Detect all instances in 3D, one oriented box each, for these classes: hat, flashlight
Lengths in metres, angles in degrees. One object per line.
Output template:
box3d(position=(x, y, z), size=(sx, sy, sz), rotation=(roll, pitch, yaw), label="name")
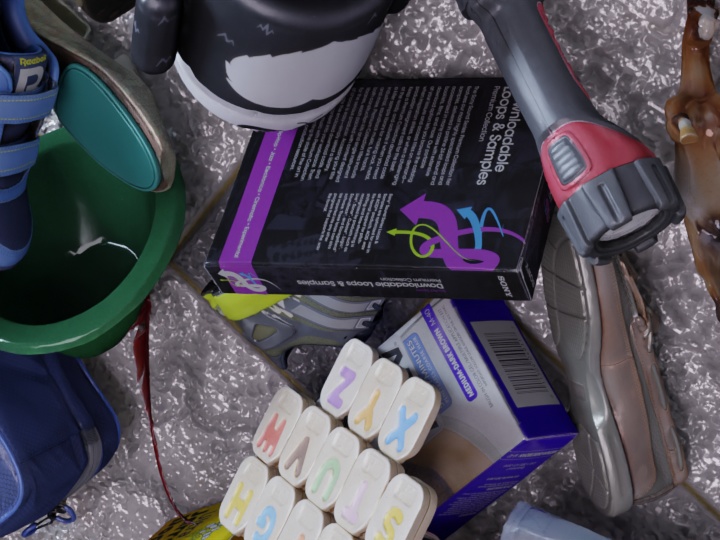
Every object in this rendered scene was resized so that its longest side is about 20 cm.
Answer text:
box3d(position=(-0.169, 0.028, 1.304), size=(0.165, 0.201, 0.176), rotation=(13, 155, 28), label="hat")
box3d(position=(0.111, -0.103, 1.081), size=(0.068, 0.068, 0.201), rotation=(-20, 68, -10), label="flashlight")

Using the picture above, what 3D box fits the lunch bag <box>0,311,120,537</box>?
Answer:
box3d(position=(-0.259, 0.093, 1.319), size=(0.136, 0.132, 0.201), rotation=(-34, 88, 34), label="lunch bag")

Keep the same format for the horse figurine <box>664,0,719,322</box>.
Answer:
box3d(position=(0.203, -0.041, 1.080), size=(0.050, 0.133, 0.201), rotation=(-15, 117, 10), label="horse figurine")

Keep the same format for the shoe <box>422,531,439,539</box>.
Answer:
box3d(position=(0.045, 0.205, 1.190), size=(0.071, 0.200, 0.091), rotation=(44, 113, 19), label="shoe")

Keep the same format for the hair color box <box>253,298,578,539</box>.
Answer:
box3d(position=(0.029, 0.112, 1.216), size=(0.200, 0.065, 0.110), rotation=(-43, 63, 32), label="hair color box")

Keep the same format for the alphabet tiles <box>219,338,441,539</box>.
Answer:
box3d(position=(-0.024, 0.142, 1.162), size=(0.015, 0.200, 0.196), rotation=(25, 93, -31), label="alphabet tiles")

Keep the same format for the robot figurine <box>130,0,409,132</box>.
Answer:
box3d(position=(-0.043, -0.160, 1.102), size=(0.150, 0.125, 0.200), rotation=(20, 153, -5), label="robot figurine")

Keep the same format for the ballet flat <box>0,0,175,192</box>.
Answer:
box3d(position=(-0.180, -0.132, 1.236), size=(0.200, 0.062, 0.068), rotation=(41, 139, 9), label="ballet flat")

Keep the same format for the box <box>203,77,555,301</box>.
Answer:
box3d(position=(0.020, -0.050, 1.140), size=(0.199, 0.144, 0.036), rotation=(1, 145, 25), label="box")

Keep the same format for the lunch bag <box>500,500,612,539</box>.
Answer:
box3d(position=(0.158, 0.249, 1.196), size=(0.169, 0.127, 0.201), rotation=(17, 125, 20), label="lunch bag")

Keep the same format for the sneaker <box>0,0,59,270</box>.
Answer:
box3d(position=(-0.229, -0.098, 1.191), size=(0.082, 0.074, 0.201), rotation=(-3, 104, 25), label="sneaker")

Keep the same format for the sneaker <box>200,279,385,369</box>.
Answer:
box3d(position=(0.000, 0.000, 1.213), size=(0.199, 0.074, 0.081), rotation=(-21, 116, 30), label="sneaker")

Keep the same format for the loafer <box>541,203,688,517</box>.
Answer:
box3d(position=(0.154, 0.048, 1.164), size=(0.063, 0.072, 0.201), rotation=(-15, 108, -15), label="loafer")

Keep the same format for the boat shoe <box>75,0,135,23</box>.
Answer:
box3d(position=(-0.171, -0.221, 1.146), size=(0.075, 0.200, 0.074), rotation=(-32, 72, -11), label="boat shoe")

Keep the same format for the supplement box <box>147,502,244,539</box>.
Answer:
box3d(position=(-0.074, 0.267, 1.314), size=(0.109, 0.109, 0.201), rotation=(-21, 99, 29), label="supplement box")
